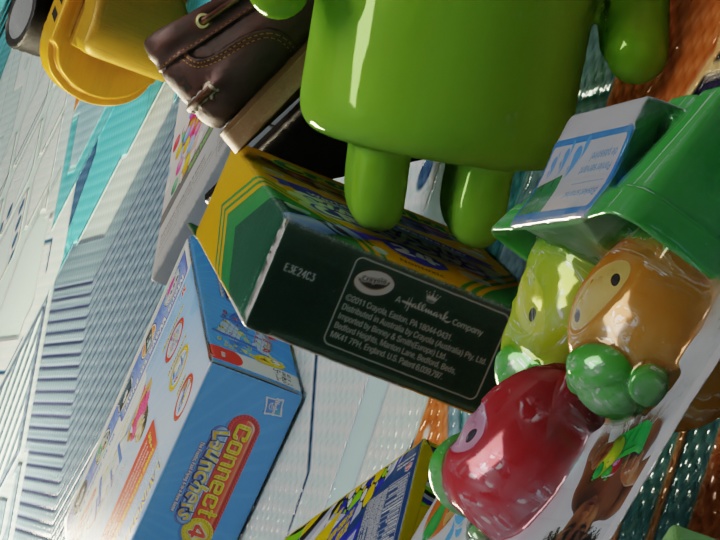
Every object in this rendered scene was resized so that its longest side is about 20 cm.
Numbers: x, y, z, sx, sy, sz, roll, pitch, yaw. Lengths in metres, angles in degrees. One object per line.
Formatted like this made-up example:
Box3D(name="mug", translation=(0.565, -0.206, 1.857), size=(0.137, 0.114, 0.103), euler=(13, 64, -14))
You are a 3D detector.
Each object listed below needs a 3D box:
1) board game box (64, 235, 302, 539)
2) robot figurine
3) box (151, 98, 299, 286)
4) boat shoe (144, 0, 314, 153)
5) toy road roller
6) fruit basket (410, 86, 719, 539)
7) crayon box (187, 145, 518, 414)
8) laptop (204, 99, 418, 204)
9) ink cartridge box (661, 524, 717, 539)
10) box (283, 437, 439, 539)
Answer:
Box3D(name="board game box", translation=(-0.105, 0.108, 1.639), size=(0.196, 0.056, 0.201), euler=(-108, 41, -68))
Box3D(name="robot figurine", translation=(0.040, -0.115, 1.189), size=(0.116, 0.174, 0.201), euler=(-99, 19, -81))
Box3D(name="box", translation=(-0.081, -0.105, 1.880), size=(0.201, 0.041, 0.156), euler=(-84, 20, -47))
Box3D(name="boat shoe", translation=(-0.007, -0.142, 1.273), size=(0.200, 0.070, 0.070), euler=(-43, -1, -15))
Box3D(name="toy road roller", translation=(-0.186, -0.230, 2.304), size=(0.146, 0.122, 0.201), euler=(33, 103, 61))
Box3D(name="fruit basket", translation=(0.072, 0.034, 0.956), size=(0.200, 0.094, 0.185), euler=(-52, 11, -11))
Box3D(name="crayon box", translation=(0.000, 0.000, 1.254), size=(0.200, 0.125, 0.052), euler=(-131, 63, -74))
Box3D(name="laptop", translation=(0.027, -0.129, 1.371), size=(0.187, 0.199, 0.117), euler=(-39, 67, 64))
Box3D(name="ink cartridge box", translation=(0.092, 0.182, 0.777), size=(0.201, 0.067, 0.117), euler=(-89, 25, -54))
Box3D(name="box", translation=(0.011, 0.131, 1.142), size=(0.200, 0.070, 0.065), euler=(-41, 29, 63))
